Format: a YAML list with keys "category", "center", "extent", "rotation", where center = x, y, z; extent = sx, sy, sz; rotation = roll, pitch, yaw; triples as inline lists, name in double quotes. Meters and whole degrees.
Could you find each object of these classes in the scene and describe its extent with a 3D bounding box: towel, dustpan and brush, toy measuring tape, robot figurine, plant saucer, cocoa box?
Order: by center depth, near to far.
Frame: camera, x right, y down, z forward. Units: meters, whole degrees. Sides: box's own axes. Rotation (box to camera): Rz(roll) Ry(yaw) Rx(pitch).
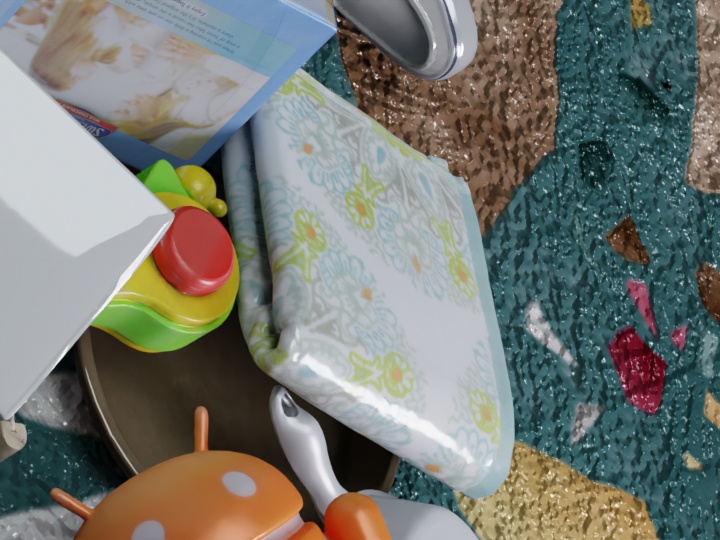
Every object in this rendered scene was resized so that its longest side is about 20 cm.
- category: "robot figurine"
  center: [-0.056, 0.166, 1.164]
  extent: [0.201, 0.144, 0.117]
  rotation: [62, 22, 0]
- category: "toy measuring tape"
  center: [-0.103, 0.027, 1.203]
  extent: [0.074, 0.073, 0.200]
  rotation: [43, 45, -18]
- category: "cocoa box"
  center: [-0.130, -0.155, 1.254]
  extent: [0.200, 0.133, 0.132]
  rotation: [24, 39, -32]
- category: "dustpan and brush"
  center: [0.007, 0.136, 1.272]
  extent: [0.140, 0.057, 0.201]
  rotation: [-60, 140, -49]
- category: "plant saucer"
  center: [-0.062, 0.048, 1.299]
  extent: [0.200, 0.029, 0.201]
  rotation: [23, 54, -34]
- category: "towel"
  center: [0.000, 0.000, 1.317]
  extent: [0.171, 0.048, 0.201]
  rotation: [30, 38, -40]

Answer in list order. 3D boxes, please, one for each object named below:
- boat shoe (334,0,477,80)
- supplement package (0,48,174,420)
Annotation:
- category: "boat shoe"
  center: [-0.018, -0.178, 1.435]
  extent: [0.200, 0.072, 0.066]
  rotation: [54, 45, -4]
- category: "supplement package"
  center: [-0.199, -0.045, 1.130]
  extent: [0.200, 0.117, 0.117]
  rotation: [44, 73, -16]
